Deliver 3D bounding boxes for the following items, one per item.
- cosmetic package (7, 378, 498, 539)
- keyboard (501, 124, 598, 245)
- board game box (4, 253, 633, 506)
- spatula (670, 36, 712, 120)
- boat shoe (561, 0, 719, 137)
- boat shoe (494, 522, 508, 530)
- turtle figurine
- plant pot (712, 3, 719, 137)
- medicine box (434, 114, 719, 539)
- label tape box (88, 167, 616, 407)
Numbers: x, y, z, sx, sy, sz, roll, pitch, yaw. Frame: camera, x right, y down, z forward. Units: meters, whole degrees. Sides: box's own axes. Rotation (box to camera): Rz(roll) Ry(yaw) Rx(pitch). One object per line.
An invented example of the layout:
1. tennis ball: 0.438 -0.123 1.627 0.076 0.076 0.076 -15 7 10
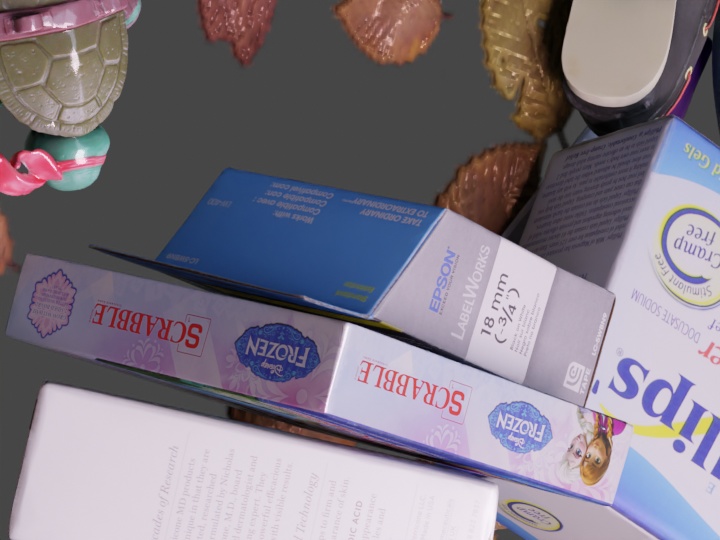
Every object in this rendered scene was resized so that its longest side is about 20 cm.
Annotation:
1. cosmetic package: -0.047 0.102 1.223 0.199 0.102 0.074 11 87 -3
2. keyboard: 0.085 0.002 1.486 0.200 0.011 0.056 -52 126 -26
3. board game box: -0.018 0.048 1.247 0.200 0.199 0.041 21 83 -46
4. spatula: 0.179 -0.168 1.534 0.056 0.021 0.201 5 92 -63
5. boat shoe: 0.156 -0.163 1.485 0.063 0.073 0.202 65 43 -65
6. boat shoe: 0.133 0.084 1.508 0.200 0.069 0.074 -28 118 -40
7. turtle figurine: -0.138 -0.106 1.166 0.150 0.101 0.201 -19 107 -43
8. plant pot: 0.277 -0.112 1.513 0.201 0.200 0.161 -48 134 -28
9. medicine box: 0.160 0.058 1.428 0.182 0.103 0.200 33 64 -24
10. label tape box: 0.000 0.000 1.294 0.200 0.144 0.063 24 81 -47
